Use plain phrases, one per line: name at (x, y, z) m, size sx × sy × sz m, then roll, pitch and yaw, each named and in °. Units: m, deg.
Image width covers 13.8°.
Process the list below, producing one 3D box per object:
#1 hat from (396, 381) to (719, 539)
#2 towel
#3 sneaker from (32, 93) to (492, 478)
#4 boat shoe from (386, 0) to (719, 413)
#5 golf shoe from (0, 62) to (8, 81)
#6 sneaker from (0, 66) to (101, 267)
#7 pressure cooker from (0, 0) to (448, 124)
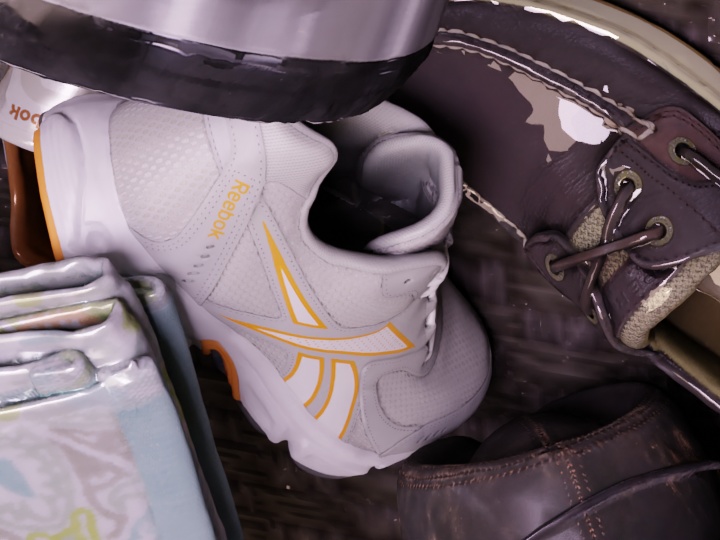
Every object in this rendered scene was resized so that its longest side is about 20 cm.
hat at (0.054, 0.078, 0.856) m, size 0.200 × 0.200 × 0.081 m, roll -29°, pitch 81°, yaw 39°
towel at (-0.115, 0.088, 0.793) m, size 0.170 × 0.048 × 0.201 m, roll -12°, pitch 132°, yaw 2°
sneaker at (0.000, 0.000, 0.815) m, size 0.092 × 0.076 × 0.200 m, roll -19°, pitch 155°, yaw 24°
boat shoe at (0.087, -0.009, 0.814) m, size 0.199 × 0.065 × 0.073 m, roll 31°, pitch 134°, yaw -2°
golf shoe at (-0.180, -0.034, 0.755) m, size 0.199 × 0.097 × 0.079 m, roll -9°, pitch 91°, yaw 17°
sneaker at (-0.062, -0.078, 0.813) m, size 0.072 × 0.085 × 0.201 m, roll 19°, pitch 132°, yaw 11°
pressure cooker at (-0.040, -0.153, 0.657) m, size 0.178 × 0.176 × 0.201 m, roll 24°, pitch 108°, yaw 13°
